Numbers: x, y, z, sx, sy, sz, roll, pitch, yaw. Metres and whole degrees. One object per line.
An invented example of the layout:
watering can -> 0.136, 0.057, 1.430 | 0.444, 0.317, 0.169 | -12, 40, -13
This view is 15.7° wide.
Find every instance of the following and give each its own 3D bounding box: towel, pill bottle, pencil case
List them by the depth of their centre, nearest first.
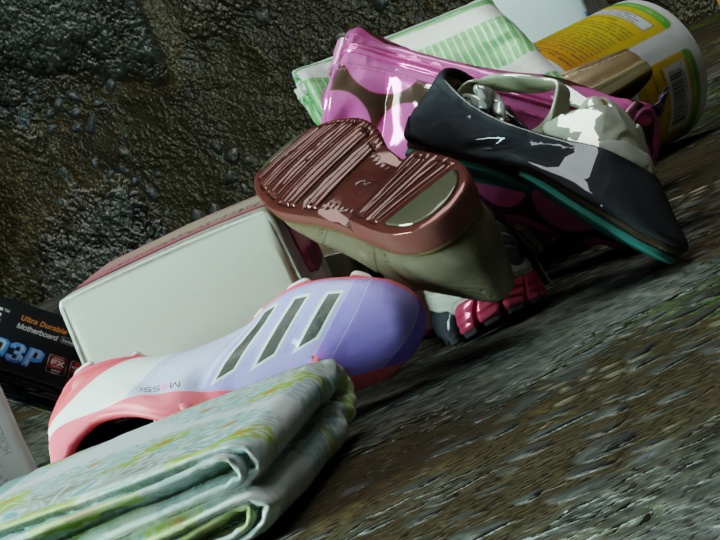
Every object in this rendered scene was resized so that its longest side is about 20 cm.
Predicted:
towel -> -0.095, 0.102, 1.153 | 0.170, 0.048, 0.200 | -20, 6, 12
pencil case -> 0.070, -0.081, 1.468 | 0.199, 0.094, 0.091 | 14, 66, 22
towel -> 0.052, -0.099, 1.595 | 0.152, 0.023, 0.200 | -21, 33, -9
pill bottle -> 0.148, -0.113, 1.869 | 0.200, 0.112, 0.111 | -28, 6, -39

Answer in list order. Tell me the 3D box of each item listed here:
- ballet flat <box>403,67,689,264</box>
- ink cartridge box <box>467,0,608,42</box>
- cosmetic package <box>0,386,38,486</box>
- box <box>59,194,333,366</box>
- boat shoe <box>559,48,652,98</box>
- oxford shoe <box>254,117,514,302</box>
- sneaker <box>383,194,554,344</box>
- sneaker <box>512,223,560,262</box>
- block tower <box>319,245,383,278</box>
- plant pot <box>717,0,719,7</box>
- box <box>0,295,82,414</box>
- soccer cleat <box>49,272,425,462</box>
ballet flat -> 0.100, -0.064, 1.354 | 0.073, 0.073, 0.200 | -27, 33, -31
ink cartridge box -> 0.240, -0.310, 3.339 | 0.144, 0.148, 0.200 | -23, 5, 16
cosmetic package -> -0.251, 0.108, 1.514 | 0.071, 0.102, 0.200 | -25, 6, -22
box -> -0.080, 0.030, 1.458 | 0.127, 0.109, 0.200 | -24, 4, 3
boat shoe -> 0.089, -0.103, 1.657 | 0.199, 0.065, 0.071 | -23, -13, -9
oxford shoe -> 0.009, -0.024, 1.336 | 0.070, 0.075, 0.200 | -42, 29, -10
sneaker -> 0.053, -0.010, 1.447 | 0.080, 0.075, 0.200 | -25, 4, -10
sneaker -> 0.091, -0.034, 1.623 | 0.199, 0.077, 0.085 | -19, -9, -32
block tower -> 0.000, 0.000, 1.657 | 0.054, 0.058, 0.200 | -13, 10, 18
plant pot -> 0.303, -0.189, 1.583 | 0.199, 0.201, 0.183 | -24, -10, -1
box -> -0.229, 0.047, 1.621 | 0.199, 0.046, 0.159 | 20, -11, -24
soccer cleat -> -0.061, 0.061, 1.281 | 0.199, 0.067, 0.077 | -16, 33, 15
